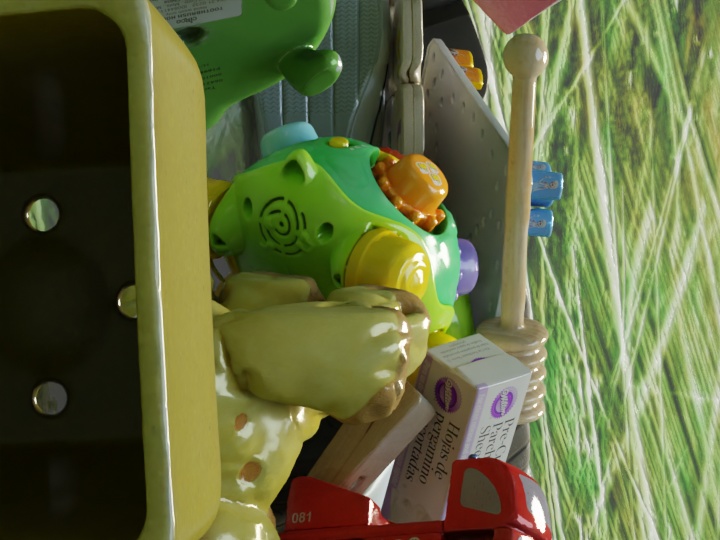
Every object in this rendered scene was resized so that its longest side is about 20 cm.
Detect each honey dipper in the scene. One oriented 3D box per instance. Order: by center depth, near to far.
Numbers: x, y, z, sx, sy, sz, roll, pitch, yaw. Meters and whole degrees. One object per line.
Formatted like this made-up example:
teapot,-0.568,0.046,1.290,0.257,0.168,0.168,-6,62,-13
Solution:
honey dipper,0.077,-0.022,1.492,0.038,0.038,0.200,-48,142,-64

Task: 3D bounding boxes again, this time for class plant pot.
plant pot,-0.141,0.011,1.073,0.200,0.195,0.194,13,74,-79

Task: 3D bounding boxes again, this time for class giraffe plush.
giraffe plush,-0.064,0.090,1.332,0.200,0.172,0.162,-12,107,-64

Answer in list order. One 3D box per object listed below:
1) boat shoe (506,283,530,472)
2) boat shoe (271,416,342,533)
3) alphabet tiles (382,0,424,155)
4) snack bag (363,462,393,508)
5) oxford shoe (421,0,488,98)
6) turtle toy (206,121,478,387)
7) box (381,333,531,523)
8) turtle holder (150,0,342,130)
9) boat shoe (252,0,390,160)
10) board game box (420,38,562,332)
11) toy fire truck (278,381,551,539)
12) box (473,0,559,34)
boat shoe,0.057,0.078,1.777,0.072,0.076,0.200,-140,-125,-60
boat shoe,-0.023,0.103,1.563,0.200,0.072,0.068,-51,142,-53
alphabet tiles,0.016,-0.088,1.658,0.200,0.015,0.196,135,-45,-81
snack bag,-0.016,0.193,1.529,0.200,0.021,0.189,-51,151,-42
oxford shoe,0.025,-0.187,1.782,0.071,0.071,0.200,-156,-124,-78
turtle toy,0.000,0.000,1.496,0.101,0.146,0.200,-56,146,-25
box,0.034,0.126,1.471,0.041,0.039,0.200,-15,130,-43
turtle holder,-0.076,-0.138,1.346,0.185,0.141,0.132,31,40,-56
boat shoe,-0.024,-0.079,1.607,0.067,0.073,0.200,50,48,-82
board game box,0.055,0.001,1.627,0.200,0.026,0.200,-119,-145,-62
toy fire truck,-0.002,0.097,1.410,0.049,0.200,0.141,48,42,-51
box,0.062,-0.254,1.670,0.200,0.109,0.128,44,30,-21
